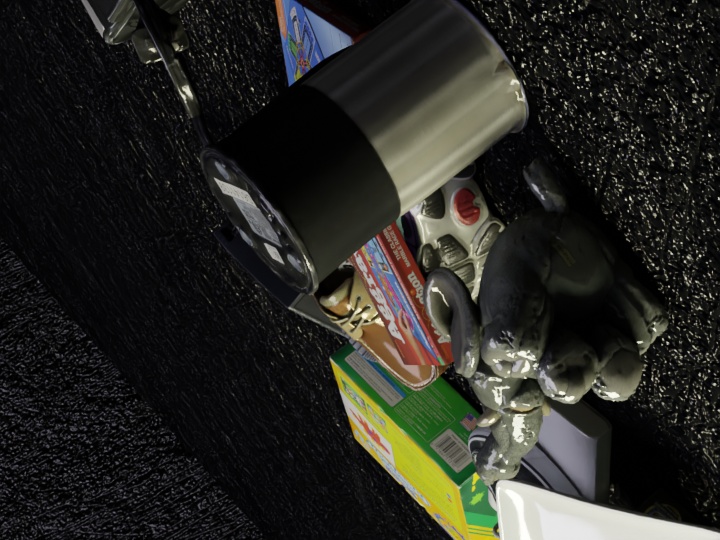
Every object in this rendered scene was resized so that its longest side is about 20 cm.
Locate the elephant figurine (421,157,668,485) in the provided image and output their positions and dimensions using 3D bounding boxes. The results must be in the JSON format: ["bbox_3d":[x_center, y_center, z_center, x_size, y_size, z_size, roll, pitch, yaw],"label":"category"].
[{"bbox_3d":[0.107,0.044,1.243,0.141,0.155,0.200,32,159,-11],"label":"elephant figurine"}]

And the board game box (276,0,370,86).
[{"bbox_3d":[-0.018,-0.117,1.381,0.103,0.019,0.200,37,147,40],"label":"board game box"}]

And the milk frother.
[{"bbox_3d":[-0.027,-0.126,1.160,0.180,0.188,0.200,37,159,42],"label":"milk frother"}]

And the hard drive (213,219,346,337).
[{"bbox_3d":[-0.053,0.008,1.731,0.135,0.042,0.200,28,-173,-32],"label":"hard drive"}]

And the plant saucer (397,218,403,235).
[{"bbox_3d":[0.025,-0.054,1.493,0.200,0.027,0.200,48,165,17],"label":"plant saucer"}]

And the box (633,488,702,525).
[{"bbox_3d":[0.288,0.285,1.455,0.160,0.044,0.200,43,163,33],"label":"box"}]

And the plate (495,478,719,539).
[{"bbox_3d":[0.204,0.260,1.391,0.199,0.032,0.200,9,119,33],"label":"plate"}]

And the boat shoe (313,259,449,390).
[{"bbox_3d":[-0.007,0.020,1.512,0.076,0.074,0.200,-39,88,34],"label":"boat shoe"}]

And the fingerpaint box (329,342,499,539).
[{"bbox_3d":[0.069,0.169,1.791,0.200,0.073,0.167,43,162,32],"label":"fingerpaint box"}]

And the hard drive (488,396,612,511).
[{"bbox_3d":[0.157,0.167,1.526,0.132,0.026,0.200,38,149,35],"label":"hard drive"}]

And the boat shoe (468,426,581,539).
[{"bbox_3d":[0.147,0.213,1.487,0.199,0.068,0.074,50,154,16],"label":"boat shoe"}]

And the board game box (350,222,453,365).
[{"bbox_3d":[0.010,-0.020,1.351,0.200,0.019,0.103,63,166,-4],"label":"board game box"}]

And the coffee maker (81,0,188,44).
[{"bbox_3d":[-0.203,-0.300,1.393,0.200,0.135,0.192,50,165,5],"label":"coffee maker"}]

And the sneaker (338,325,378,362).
[{"bbox_3d":[0.000,0.000,1.627,0.082,0.070,0.200,5,-129,-53],"label":"sneaker"}]

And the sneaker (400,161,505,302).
[{"bbox_3d":[0.060,-0.050,1.348,0.083,0.080,0.200,-119,9,-51],"label":"sneaker"}]
